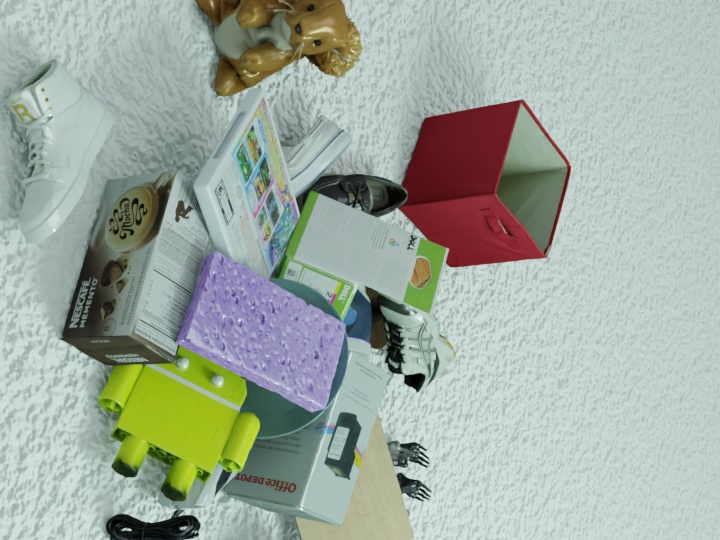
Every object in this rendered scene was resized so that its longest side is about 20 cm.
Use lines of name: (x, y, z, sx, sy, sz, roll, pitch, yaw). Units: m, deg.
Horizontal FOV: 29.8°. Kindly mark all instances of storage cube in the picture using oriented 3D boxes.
storage cube: (0.188, -0.128, 2.038, 0.171, 0.179, 0.201, 45, 51, -40)

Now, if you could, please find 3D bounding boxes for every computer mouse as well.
computer mouse: (-0.200, 0.245, 1.563, 0.200, 0.109, 0.044, -53, 134, -52)

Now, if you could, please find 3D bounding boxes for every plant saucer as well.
plant saucer: (-0.110, 0.109, 1.634, 0.039, 0.200, 0.202, 70, 29, -67)

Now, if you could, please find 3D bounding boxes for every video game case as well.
video game case: (-0.130, -0.081, 1.595, 0.183, 0.024, 0.201, -67, 152, -42)

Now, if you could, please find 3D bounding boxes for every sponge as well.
sponge: (-0.108, 0.071, 1.532, 0.199, 0.030, 0.112, 30, 60, -30)

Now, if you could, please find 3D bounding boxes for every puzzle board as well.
puzzle board: (-0.025, 0.277, 1.765, 0.150, 0.017, 0.201, -15, 84, -22)

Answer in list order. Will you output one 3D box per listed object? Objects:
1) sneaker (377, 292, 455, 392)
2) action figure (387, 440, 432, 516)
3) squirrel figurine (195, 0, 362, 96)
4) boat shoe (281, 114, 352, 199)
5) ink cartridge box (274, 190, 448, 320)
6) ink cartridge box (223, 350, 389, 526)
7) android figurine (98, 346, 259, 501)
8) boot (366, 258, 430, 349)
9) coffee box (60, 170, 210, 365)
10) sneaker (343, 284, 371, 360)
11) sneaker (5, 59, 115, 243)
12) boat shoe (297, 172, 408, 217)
sneaker: (0.066, 0.100, 1.869, 0.088, 0.075, 0.200, -50, 137, -13)
action figure: (0.028, 0.284, 1.845, 0.199, 0.102, 0.120, -3, 99, -54)
squirrel figurine: (-0.078, -0.306, 1.705, 0.200, 0.186, 0.143, -13, 96, -52)
boat shoe: (-0.093, -0.131, 1.773, 0.065, 0.074, 0.200, 43, 53, 1)
ink cartridge box: (0.000, 0.000, 1.740, 0.199, 0.076, 0.148, 23, 38, -3)
ink cartridge box: (-0.067, 0.201, 1.670, 0.083, 0.145, 0.201, 33, 68, -41)
android figurine: (-0.203, 0.158, 1.544, 0.181, 0.041, 0.201, 29, 54, -7)
boot: (0.050, -0.005, 1.916, 0.155, 0.076, 0.201, -38, 121, -41)
coffee box: (-0.245, -0.001, 1.511, 0.080, 0.113, 0.201, 36, 59, -46)
sneaker: (-0.068, 0.039, 1.783, 0.199, 0.080, 0.147, 19, 53, -37)
sneaker: (-0.343, -0.133, 1.440, 0.116, 0.073, 0.201, 48, 41, -36)
boat shoe: (-0.009, -0.102, 1.869, 0.199, 0.065, 0.072, -7, 93, -52)
